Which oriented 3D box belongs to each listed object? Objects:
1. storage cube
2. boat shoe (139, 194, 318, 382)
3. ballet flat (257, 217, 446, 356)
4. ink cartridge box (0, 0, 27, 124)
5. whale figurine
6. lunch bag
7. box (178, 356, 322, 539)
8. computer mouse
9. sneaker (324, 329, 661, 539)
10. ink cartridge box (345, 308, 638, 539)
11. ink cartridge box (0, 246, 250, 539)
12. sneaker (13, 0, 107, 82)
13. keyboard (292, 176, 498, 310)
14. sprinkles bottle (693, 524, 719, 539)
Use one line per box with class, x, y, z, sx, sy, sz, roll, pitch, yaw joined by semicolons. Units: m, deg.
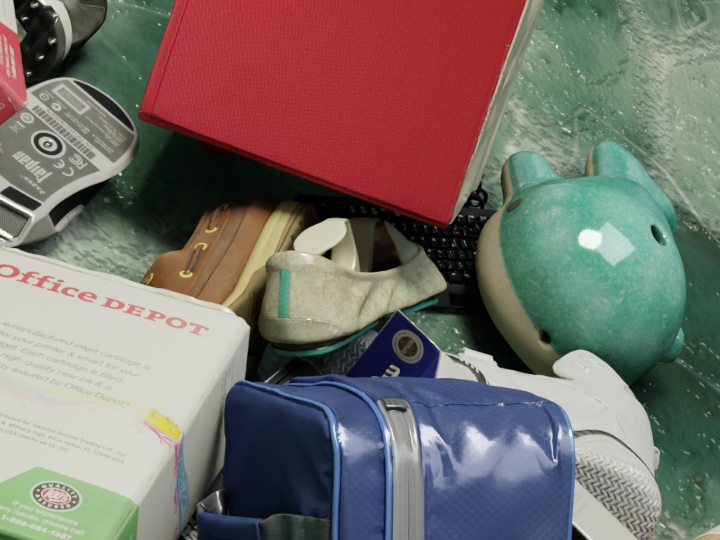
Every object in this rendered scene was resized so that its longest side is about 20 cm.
storage cube;0.001;-0.141;1.578;0.179;0.201;0.171;19;9;4
boat shoe;-0.086;0.028;1.505;0.067;0.072;0.200;12;38;17
ballet flat;0.000;0.000;1.542;0.067;0.063;0.200;-2;8;18
ink cartridge box;-0.264;-0.159;1.428;0.200;0.083;0.145;47;15;-31
whale figurine;0.150;-0.015;1.691;0.159;0.104;0.200;51;36;-8
lunch bag;0.000;0.115;1.297;0.131;0.200;0.137;3;89;-21
box;-0.011;0.156;1.430;0.200;0.044;0.160;44;41;7
computer mouse;-0.189;-0.037;1.502;0.110;0.044;0.200;40;41;10
sneaker;0.078;0.082;1.578;0.199;0.075;0.115;27;22;4
ink cartridge box;0.061;0.123;1.495;0.200;0.095;0.037;45;37;10
ink cartridge box;-0.152;0.085;1.321;0.144;0.088;0.200;16;36;10
sneaker;-0.218;-0.196;1.631;0.200;0.066;0.090;49;34;8
keyboard;0.047;-0.027;1.693;0.199;0.040;0.105;4;49;-39
sprinkles bottle;0.232;0.167;1.617;0.199;0.068;0.068;-20;64;-49
